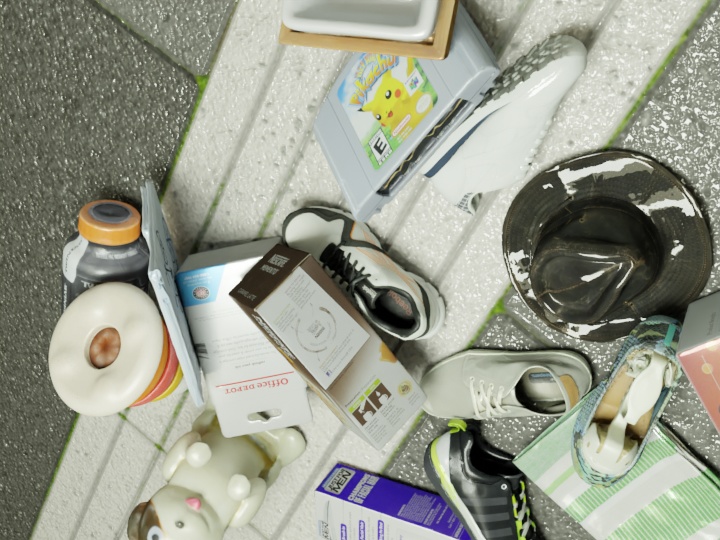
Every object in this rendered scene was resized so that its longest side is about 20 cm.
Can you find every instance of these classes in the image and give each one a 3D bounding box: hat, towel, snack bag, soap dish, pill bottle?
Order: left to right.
[{"bbox_3d":[-0.307,0.019,1.146,0.105,0.106,0.203,22,121,18],"label":"pill bottle"},{"bbox_3d":[-0.207,0.028,1.040,0.021,0.201,0.191,-14,125,-6],"label":"snack bag"},{"bbox_3d":[0.022,-0.279,0.806,0.155,0.081,0.204,10,89,23],"label":"soap dish"},{"bbox_3d":[0.212,-0.008,0.865,0.197,0.081,0.204,11,116,24],"label":"hat"},{"bbox_3d":[0.273,0.220,0.957,0.200,0.023,0.153,42,120,2],"label":"towel"}]

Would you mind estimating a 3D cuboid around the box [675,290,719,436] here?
[{"bbox_3d":[0.390,0.075,0.787,0.198,0.106,0.154,-29,97,33],"label":"box"}]

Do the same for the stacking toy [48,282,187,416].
[{"bbox_3d":[-0.249,0.109,1.106,0.143,0.200,0.149,-7,70,20],"label":"stacking toy"}]

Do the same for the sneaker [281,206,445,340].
[{"bbox_3d":[0.000,0.000,0.978,0.198,0.080,0.074,34,104,9],"label":"sneaker"}]

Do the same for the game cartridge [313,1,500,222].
[{"bbox_3d":[0.033,-0.160,0.884,0.200,0.040,0.135,-47,51,31],"label":"game cartridge"}]

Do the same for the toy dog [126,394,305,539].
[{"bbox_3d":[-0.189,0.260,1.124,0.139,0.201,0.194,43,130,-6],"label":"toy dog"}]

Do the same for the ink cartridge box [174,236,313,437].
[{"bbox_3d":[-0.124,0.076,1.072,0.113,0.067,0.204,-10,108,6],"label":"ink cartridge box"}]

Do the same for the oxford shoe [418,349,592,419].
[{"bbox_3d":[0.139,0.122,0.979,0.197,0.058,0.076,-10,110,34],"label":"oxford shoe"}]

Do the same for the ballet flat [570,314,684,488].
[{"bbox_3d":[0.244,0.135,0.884,0.073,0.074,0.203,23,119,17],"label":"ballet flat"}]

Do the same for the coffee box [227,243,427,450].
[{"bbox_3d":[-0.035,0.076,0.979,0.201,0.080,0.114,51,167,-20],"label":"coffee box"}]

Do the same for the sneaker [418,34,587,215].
[{"bbox_3d":[0.139,-0.130,0.864,0.080,0.077,0.199,44,132,-7],"label":"sneaker"}]

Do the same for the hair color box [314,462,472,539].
[{"bbox_3d":[0.045,0.311,1.109,0.197,0.065,0.111,12,120,23],"label":"hair color box"}]

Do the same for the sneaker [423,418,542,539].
[{"bbox_3d":[0.149,0.248,1.018,0.083,0.072,0.201,-39,94,32],"label":"sneaker"}]
